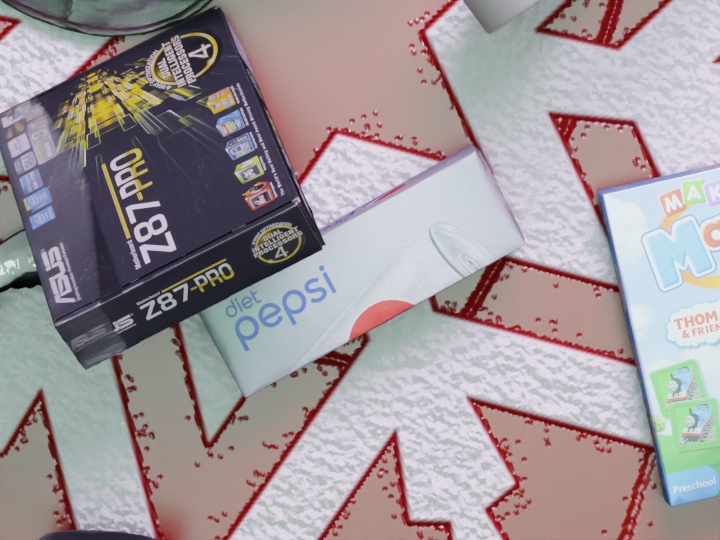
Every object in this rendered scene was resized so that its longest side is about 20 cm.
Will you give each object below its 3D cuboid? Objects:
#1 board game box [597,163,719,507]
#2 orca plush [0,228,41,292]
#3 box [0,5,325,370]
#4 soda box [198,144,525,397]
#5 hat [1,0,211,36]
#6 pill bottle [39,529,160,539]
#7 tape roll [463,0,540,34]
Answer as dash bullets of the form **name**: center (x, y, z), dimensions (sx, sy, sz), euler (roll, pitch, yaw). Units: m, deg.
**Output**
- **board game box**: center (0.242, 0.032, 1.771), dimensions (0.150, 0.037, 0.201), euler (-13, 94, 2)
- **orca plush**: center (-0.147, -0.004, 1.752), dimensions (0.199, 0.105, 0.071), euler (-30, 127, -3)
- **box**: center (-0.123, -0.053, 1.693), dimensions (0.160, 0.201, 0.049), euler (-27, 134, 5)
- **soda box**: center (0.000, 0.000, 1.754), dimensions (0.199, 0.063, 0.069), euler (-28, 95, 3)
- **hat**: center (-0.163, -0.234, 1.725), dimensions (0.199, 0.081, 0.202), euler (0, 96, 1)
- **pill bottle**: center (-0.164, 0.267, 1.755), dimensions (0.111, 0.112, 0.202), euler (5, 95, 0)
- **tape roll**: center (0.144, -0.211, 1.669), dimensions (0.202, 0.203, 0.037), euler (-36, 95, 3)
